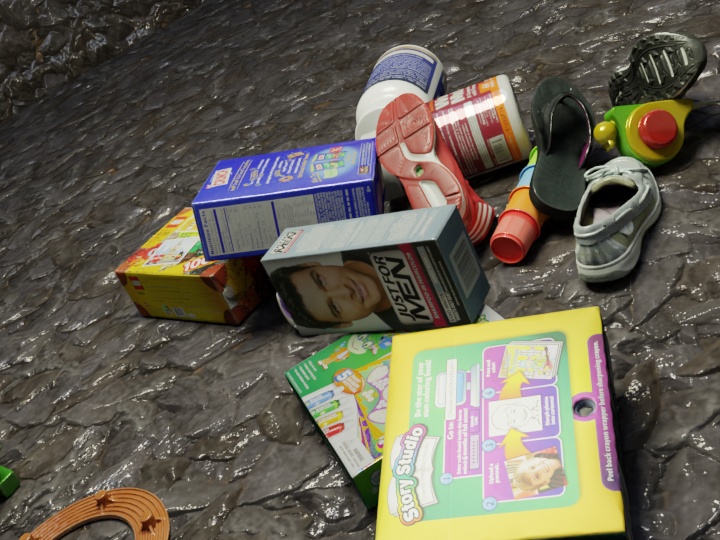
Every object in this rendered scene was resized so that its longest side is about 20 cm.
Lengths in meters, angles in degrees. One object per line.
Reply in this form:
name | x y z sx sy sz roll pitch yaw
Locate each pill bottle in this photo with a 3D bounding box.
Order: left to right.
pill bottle | 0.057 -0.232 1.346 0.115 0.116 0.200 -14 30 21
pill bottle | 0.107 -0.162 1.192 0.199 0.110 0.110 -18 29 14

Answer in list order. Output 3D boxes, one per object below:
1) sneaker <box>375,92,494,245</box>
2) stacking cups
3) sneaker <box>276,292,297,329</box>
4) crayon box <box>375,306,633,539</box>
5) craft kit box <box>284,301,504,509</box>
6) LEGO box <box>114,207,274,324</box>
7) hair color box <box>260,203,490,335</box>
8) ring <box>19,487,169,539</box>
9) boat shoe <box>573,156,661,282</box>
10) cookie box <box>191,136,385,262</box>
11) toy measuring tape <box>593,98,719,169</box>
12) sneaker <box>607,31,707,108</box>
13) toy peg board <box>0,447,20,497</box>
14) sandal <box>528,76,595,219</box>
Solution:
sneaker | 0.087 -0.106 1.089 0.078 0.115 0.201 -29 53 20
stacking cups | 0.195 -0.082 1.054 0.060 0.061 0.200 -1 41 38
sneaker | 0.000 0.000 1.036 0.199 0.084 0.081 -23 28 4
crayon box | 0.105 0.129 0.709 0.171 0.058 0.201 -10 42 17
craft kit box | 0.048 0.101 0.871 0.197 0.049 0.200 -28 28 -11
LEGO box | -0.193 -0.011 1.220 0.199 0.077 0.149 1 39 41
hair color box | 0.013 0.003 0.915 0.199 0.099 0.061 -6 34 34
ring | -0.267 0.272 0.865 0.199 0.019 0.201 -19 28 11
boat shoe | 0.254 -0.066 0.955 0.074 0.065 0.202 -5 31 32
cookie box | -0.075 -0.084 1.084 0.199 0.076 0.171 -7 22 6
toy measuring tape | 0.352 -0.151 1.041 0.199 0.074 0.074 -7 27 -8
sneaker | 0.348 -0.226 1.079 0.079 0.074 0.200 -17 -3 -5
toy peg board | -0.461 0.209 0.962 0.097 0.201 0.199 13 44 29
sandal | 0.227 -0.145 1.037 0.075 0.048 0.201 14 54 -6
